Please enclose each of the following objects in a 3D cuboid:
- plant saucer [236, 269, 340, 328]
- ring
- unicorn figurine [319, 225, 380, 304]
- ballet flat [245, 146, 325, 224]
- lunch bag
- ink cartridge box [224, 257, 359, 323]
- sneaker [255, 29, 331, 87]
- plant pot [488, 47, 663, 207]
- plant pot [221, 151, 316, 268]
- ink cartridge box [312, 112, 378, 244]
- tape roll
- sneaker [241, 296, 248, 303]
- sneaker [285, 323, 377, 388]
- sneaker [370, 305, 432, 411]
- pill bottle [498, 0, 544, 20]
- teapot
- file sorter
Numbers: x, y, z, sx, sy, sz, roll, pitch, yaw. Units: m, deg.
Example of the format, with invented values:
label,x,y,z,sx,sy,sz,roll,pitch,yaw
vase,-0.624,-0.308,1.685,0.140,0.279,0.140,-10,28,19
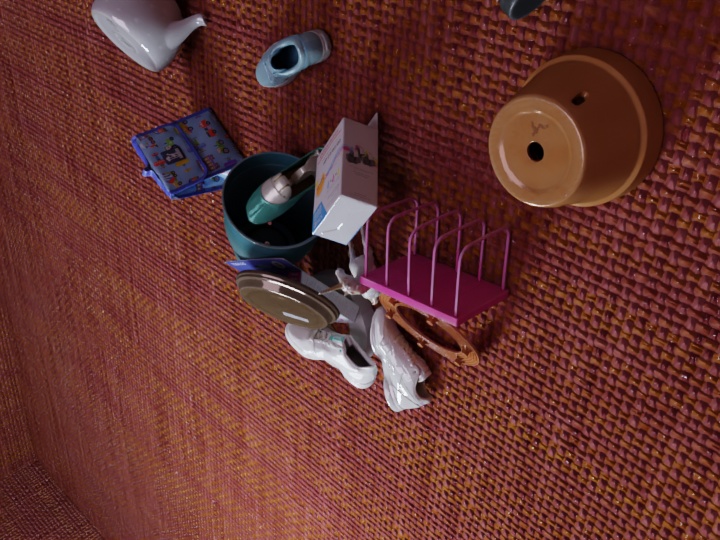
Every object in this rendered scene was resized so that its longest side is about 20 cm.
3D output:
label,x,y,z,sx,sy,sz,roll,pitch,yaw
plant saucer,-0.133,0.056,1.351,0.197,0.030,0.200,17,160,6
ring,0.111,0.101,1.259,0.199,0.019,0.201,35,165,11
unicorn figurine,0.000,0.000,1.299,0.073,0.200,0.139,-22,60,20
ballet flat,-0.119,-0.157,1.318,0.068,0.199,0.071,50,161,11
lunch bag,-0.362,-0.228,1.550,0.151,0.199,0.094,54,140,10
ink cartridge box,-0.134,0.041,1.414,0.199,0.044,0.195,32,158,-36
sneaker,-0.141,-0.369,1.325,0.199,0.081,0.075,-15,98,50
plant pot,0.254,-0.165,0.952,0.199,0.139,0.203,26,128,38
plant pot,-0.168,-0.086,1.431,0.201,0.199,0.188,52,153,14
ink cartridge box,-0.024,-0.161,1.230,0.115,0.067,0.202,-48,33,49
tape roll,-0.047,0.098,1.502,0.201,0.037,0.205,25,127,37
sneaker,-0.221,0.017,1.592,0.199,0.111,0.078,21,125,40
sneaker,-0.051,0.138,1.419,0.198,0.076,0.089,30,151,9
sneaker,0.079,0.157,1.384,0.098,0.075,0.203,-10,103,30
pill bottle,0.159,-0.417,0.947,0.201,0.111,0.112,53,139,12
teapot,-0.433,-0.515,1.528,0.200,0.147,0.197,40,169,-22
file sorter,0.117,-0.025,1.180,0.199,0.138,0.127,23,123,38
